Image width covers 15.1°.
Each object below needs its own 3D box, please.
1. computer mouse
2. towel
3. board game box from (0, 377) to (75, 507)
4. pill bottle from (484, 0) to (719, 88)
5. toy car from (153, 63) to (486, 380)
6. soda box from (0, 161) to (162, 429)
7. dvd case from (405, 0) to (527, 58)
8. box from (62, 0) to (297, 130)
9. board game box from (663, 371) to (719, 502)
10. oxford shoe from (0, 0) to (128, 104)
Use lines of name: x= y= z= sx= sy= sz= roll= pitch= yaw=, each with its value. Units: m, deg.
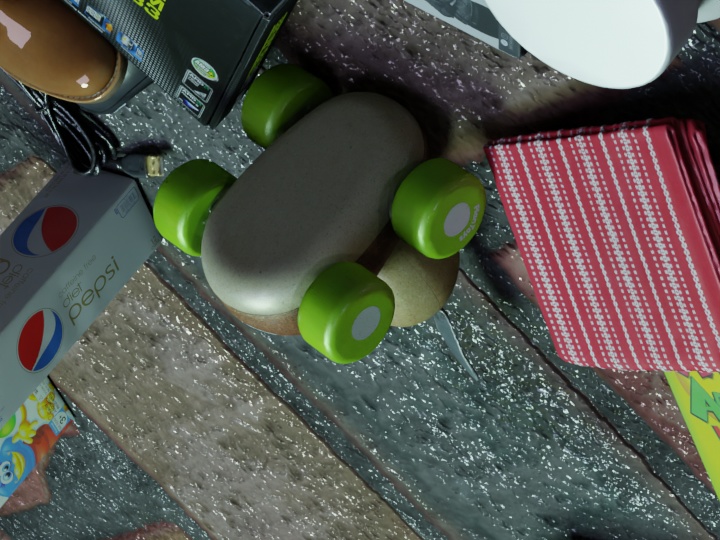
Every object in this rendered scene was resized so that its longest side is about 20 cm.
computer mouse: x=-0.171 y=-0.109 z=1.787 sx=0.141 sy=0.046 sz=0.200 roll=51 pitch=151 yaw=-20
towel: x=0.145 y=-0.013 z=1.490 sx=0.200 sy=0.022 sz=0.145 roll=-1 pitch=111 yaw=63
board game box: x=-0.350 y=0.150 z=2.237 sx=0.105 sy=0.200 sz=0.103 roll=12 pitch=143 yaw=41
pill bottle: x=0.139 y=-0.176 z=1.128 sx=0.116 sy=0.200 sz=0.116 roll=29 pitch=151 yaw=18
toy car: x=0.000 y=0.000 z=1.649 sx=0.164 sy=0.158 sz=0.200 roll=34 pitch=167 yaw=36
soda box: x=-0.227 y=0.017 z=1.880 sx=0.068 sy=0.200 sz=0.064 roll=17 pitch=145 yaw=35
dvd case: x=0.008 y=-0.206 z=1.440 sx=0.200 sy=0.025 sz=0.151 roll=30 pitch=152 yaw=20
box: x=-0.132 y=-0.189 z=1.593 sx=0.200 sy=0.048 sz=0.193 roll=42 pitch=162 yaw=0
board game box: x=0.237 y=0.078 z=1.563 sx=0.101 sy=0.048 sz=0.200 roll=14 pitch=144 yaw=40
oxford shoe: x=-0.231 y=-0.168 z=1.703 sx=0.200 sy=0.071 sz=0.071 roll=36 pitch=-170 yaw=20
